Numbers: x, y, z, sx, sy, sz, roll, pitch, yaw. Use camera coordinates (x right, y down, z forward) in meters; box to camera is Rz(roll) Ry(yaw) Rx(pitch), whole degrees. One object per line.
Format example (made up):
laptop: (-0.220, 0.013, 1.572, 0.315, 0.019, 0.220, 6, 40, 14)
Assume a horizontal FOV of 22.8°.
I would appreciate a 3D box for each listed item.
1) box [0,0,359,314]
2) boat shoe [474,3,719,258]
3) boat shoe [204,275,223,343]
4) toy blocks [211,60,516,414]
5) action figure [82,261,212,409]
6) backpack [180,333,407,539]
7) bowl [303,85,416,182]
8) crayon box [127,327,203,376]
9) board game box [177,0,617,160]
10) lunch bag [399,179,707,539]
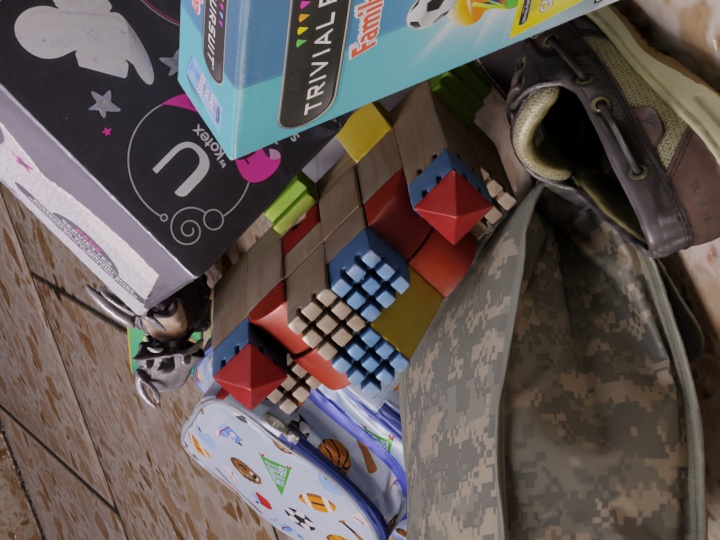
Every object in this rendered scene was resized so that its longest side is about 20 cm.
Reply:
box: (-0.116, -0.093, 0.743, 0.200, 0.115, 0.132, 46, 162, -6)
boat shoe: (0.092, -0.069, 0.757, 0.200, 0.064, 0.074, 43, 153, 53)
boat shoe: (-0.055, 0.064, 1.283, 0.200, 0.074, 0.067, 57, 138, 39)
toy blocks: (0.000, 0.000, 0.821, 0.100, 0.200, 0.137, 41, -164, -19)
action figure: (-0.104, -0.030, 0.878, 0.130, 0.069, 0.202, -127, 35, -75)
backpack: (0.001, 0.077, 1.001, 0.190, 0.155, 0.200, 30, 163, -3)
bowl: (-0.029, -0.128, 0.990, 0.200, 0.074, 0.201, 41, 147, 48)
crayon box: (-0.147, -0.023, 1.351, 0.201, 0.058, 0.119, 95, 174, -53)
board game box: (0.033, -0.134, 0.643, 0.047, 0.199, 0.151, 55, 158, 25)
lunch bag: (0.086, 0.067, 0.844, 0.164, 0.117, 0.202, 135, 136, -69)
